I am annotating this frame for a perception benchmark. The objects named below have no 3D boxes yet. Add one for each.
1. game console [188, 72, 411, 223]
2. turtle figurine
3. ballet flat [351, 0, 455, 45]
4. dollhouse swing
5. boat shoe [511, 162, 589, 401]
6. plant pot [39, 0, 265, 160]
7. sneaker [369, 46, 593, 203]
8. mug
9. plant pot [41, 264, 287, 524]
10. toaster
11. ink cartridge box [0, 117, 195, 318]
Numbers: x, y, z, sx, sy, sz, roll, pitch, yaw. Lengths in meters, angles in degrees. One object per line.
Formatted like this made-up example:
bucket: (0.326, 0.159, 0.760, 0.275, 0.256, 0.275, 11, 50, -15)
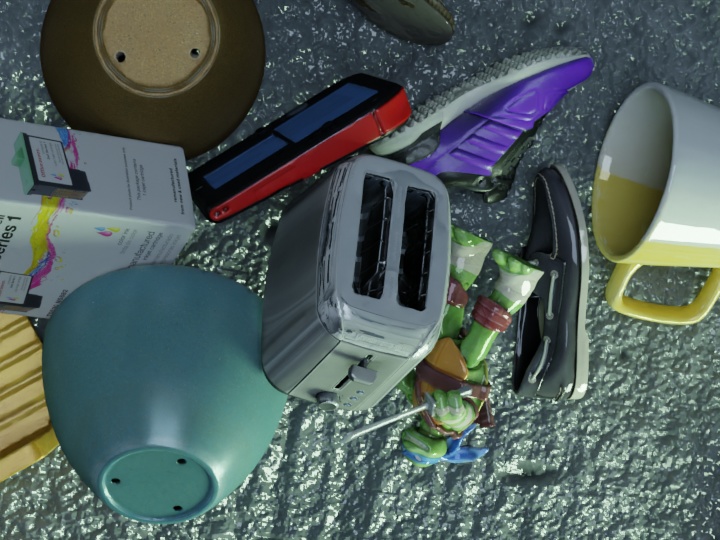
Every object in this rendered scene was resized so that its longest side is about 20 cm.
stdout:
game console: (-0.055, -0.099, 1.367, 0.176, 0.200, 0.031, -27, 103, -5)
turtle figurine: (0.049, 0.059, 1.417, 0.199, 0.144, 0.195, 25, 95, -11)
ballet flat: (-0.005, -0.253, 1.441, 0.199, 0.067, 0.046, 30, 57, -5)
dollhouse swing: (-0.341, 0.087, 1.353, 0.181, 0.176, 0.201, -28, 96, -5)
boat shoe: (0.153, 0.012, 1.466, 0.062, 0.073, 0.201, -5, 99, -10)
plant pot: (-0.160, -0.176, 1.349, 0.185, 0.200, 0.188, 0, 93, -6)
sneaker: (0.112, -0.112, 1.460, 0.199, 0.070, 0.100, -27, 103, -1)
mug: (0.285, -0.059, 1.465, 0.152, 0.187, 0.150, 10, 59, -17)
plant pot: (-0.152, 0.114, 1.350, 0.199, 0.135, 0.201, -1, 134, -1)
toaster: (0.000, 0.000, 1.318, 0.113, 0.129, 0.201, 17, 63, -20)
ink cartridge box: (-0.247, -0.036, 1.338, 0.199, 0.145, 0.084, 7, 52, -28)
